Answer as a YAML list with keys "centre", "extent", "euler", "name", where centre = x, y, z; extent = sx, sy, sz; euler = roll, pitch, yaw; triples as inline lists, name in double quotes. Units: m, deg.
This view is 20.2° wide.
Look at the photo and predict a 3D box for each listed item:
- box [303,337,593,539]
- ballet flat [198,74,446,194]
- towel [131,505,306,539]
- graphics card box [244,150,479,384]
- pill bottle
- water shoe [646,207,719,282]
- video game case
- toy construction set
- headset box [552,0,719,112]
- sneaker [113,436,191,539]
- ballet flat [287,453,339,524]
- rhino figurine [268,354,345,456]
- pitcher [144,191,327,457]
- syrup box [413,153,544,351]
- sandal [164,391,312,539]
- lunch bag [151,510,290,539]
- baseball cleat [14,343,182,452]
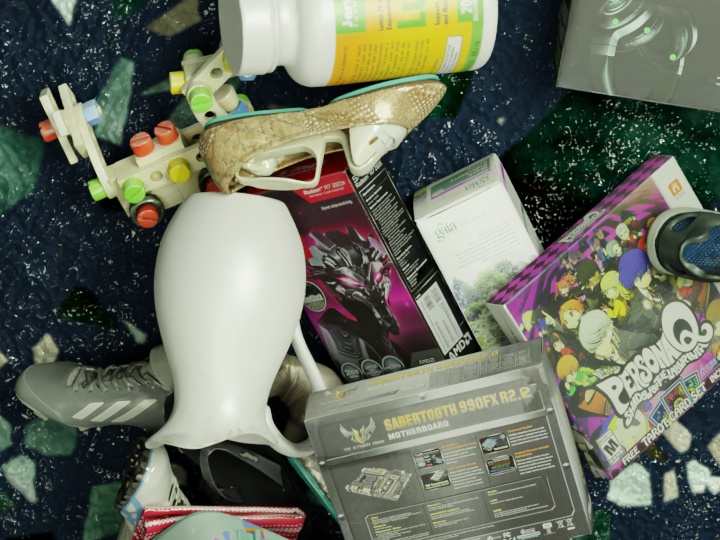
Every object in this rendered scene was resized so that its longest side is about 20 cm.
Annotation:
- centre: [0.071, 0.153, 1.605]
  extent: [0.198, 0.048, 0.160]
  euler: [-15, 111, 11]
  name: "box"
- centre: [-0.026, -0.099, 1.566]
  extent: [0.198, 0.071, 0.066]
  euler: [-13, 75, 7]
  name: "ballet flat"
- centre: [-0.136, 0.260, 1.746]
  extent: [0.143, 0.023, 0.201]
  euler: [2, 144, -16]
  name: "towel"
- centre: [0.000, 0.000, 1.661]
  extent: [0.125, 0.051, 0.201]
  euler: [-11, 116, 43]
  name: "graphics card box"
- centre: [-0.004, -0.200, 1.547]
  extent: [0.198, 0.111, 0.112]
  euler: [-8, 112, -15]
  name: "pill bottle"
- centre: [0.327, -0.013, 1.618]
  extent: [0.198, 0.079, 0.072]
  euler: [-3, 106, -21]
  name: "water shoe"
- centre: [0.222, 0.037, 1.642]
  extent: [0.200, 0.036, 0.182]
  euler: [-39, 109, -18]
  name: "video game case"
- centre: [-0.162, -0.113, 1.632]
  extent: [0.198, 0.093, 0.132]
  euler: [-13, 131, 15]
  name: "toy construction set"
- centre: [0.247, -0.222, 1.563]
  extent: [0.172, 0.093, 0.202]
  euler: [8, 112, 0]
  name: "headset box"
- centre: [-0.172, 0.202, 1.730]
  extent: [0.072, 0.072, 0.201]
  euler: [13, 150, 1]
  name: "sneaker"
- centre: [0.012, 0.212, 1.709]
  extent: [0.071, 0.072, 0.201]
  euler: [-27, 110, 13]
  name: "ballet flat"
- centre: [-0.040, 0.125, 1.736]
  extent: [0.200, 0.060, 0.087]
  euler: [42, 112, -11]
  name: "rhino figurine"
- centre: [-0.088, 0.047, 1.618]
  extent: [0.170, 0.121, 0.202]
  euler: [10, 80, -41]
  name: "pitcher"
- centre: [0.121, 0.013, 1.669]
  extent: [0.078, 0.082, 0.201]
  euler: [-25, 107, 10]
  name: "syrup box"
- centre: [-0.096, 0.170, 1.695]
  extent: [0.076, 0.043, 0.201]
  euler: [-24, 125, 16]
  name: "sandal"
- centre: [-0.106, 0.281, 1.694]
  extent: [0.160, 0.078, 0.199]
  euler: [-35, 137, 30]
  name: "lunch bag"
- centre: [-0.194, 0.093, 1.716]
  extent: [0.198, 0.070, 0.107]
  euler: [12, 128, -1]
  name: "baseball cleat"
